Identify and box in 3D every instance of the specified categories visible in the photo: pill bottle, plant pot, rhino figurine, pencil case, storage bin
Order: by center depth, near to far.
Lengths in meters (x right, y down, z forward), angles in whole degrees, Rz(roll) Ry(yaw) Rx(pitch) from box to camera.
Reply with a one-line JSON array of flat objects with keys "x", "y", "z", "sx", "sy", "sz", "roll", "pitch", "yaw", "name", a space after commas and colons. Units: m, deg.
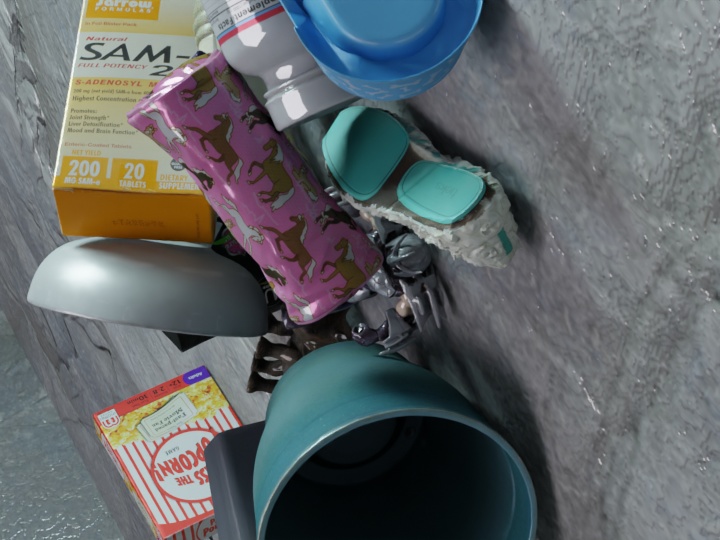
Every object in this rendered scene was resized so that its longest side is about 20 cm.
[{"x": -0.056, "y": -0.199, "z": 1.030, "sx": 0.200, "sy": 0.109, "sz": 0.109, "roll": 67, "pitch": 161, "yaw": -4, "name": "pill bottle"}, {"x": -0.069, "y": -0.055, "z": 1.072, "sx": 0.200, "sy": 0.083, "sz": 0.087, "roll": 51, "pitch": -166, "yaw": -10, "name": "pencil case"}, {"x": 0.009, "y": 0.148, "z": 1.164, "sx": 0.188, "sy": 0.200, "sz": 0.200, "roll": -117, "pitch": 12, "yaw": -64, "name": "plant pot"}, {"x": -0.040, "y": 0.191, "z": 1.338, "sx": 0.146, "sy": 0.200, "sz": 0.134, "roll": 131, "pitch": 125, "yaw": -69, "name": "storage bin"}, {"x": -0.046, "y": 0.066, "z": 1.364, "sx": 0.200, "sy": 0.087, "sz": 0.060, "roll": 111, "pitch": 171, "yaw": -62, "name": "rhino figurine"}]

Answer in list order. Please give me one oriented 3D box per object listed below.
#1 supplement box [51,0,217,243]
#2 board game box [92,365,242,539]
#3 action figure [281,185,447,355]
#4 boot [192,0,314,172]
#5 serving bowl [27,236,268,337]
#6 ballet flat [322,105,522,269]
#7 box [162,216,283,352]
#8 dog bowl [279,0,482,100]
[{"x": -0.172, "y": -0.127, "z": 1.268, "sx": 0.074, "sy": 0.126, "sz": 0.200, "roll": 95, "pitch": 177, "yaw": -59, "name": "supplement box"}, {"x": -0.207, "y": 0.223, "z": 1.857, "sx": 0.200, "sy": 0.151, "sz": 0.046, "roll": 52, "pitch": 157, "yaw": 33, "name": "board game box"}, {"x": 0.000, "y": 0.000, "z": 1.179, "sx": 0.200, "sy": 0.069, "sz": 0.130, "roll": -14, "pitch": 89, "yaw": 66, "name": "action figure"}, {"x": -0.077, "y": -0.121, "z": 1.223, "sx": 0.200, "sy": 0.072, "sz": 0.155, "roll": 33, "pitch": -132, "yaw": -72, "name": "boot"}, {"x": -0.170, "y": 0.007, "z": 1.293, "sx": 0.200, "sy": 0.200, "sz": 0.066, "roll": -166, "pitch": 85, "yaw": -66, "name": "serving bowl"}, {"x": 0.039, "y": -0.049, "z": 1.028, "sx": 0.200, "sy": 0.072, "sz": 0.072, "roll": 41, "pitch": 148, "yaw": 54, "name": "ballet flat"}, {"x": -0.162, "y": -0.055, "z": 1.459, "sx": 0.149, "sy": 0.124, "sz": 0.200, "roll": 36, "pitch": 143, "yaw": 57, "name": "box"}, {"x": -0.006, "y": -0.186, "z": 0.925, "sx": 0.200, "sy": 0.111, "sz": 0.050, "roll": 59, "pitch": 174, "yaw": 19, "name": "dog bowl"}]
